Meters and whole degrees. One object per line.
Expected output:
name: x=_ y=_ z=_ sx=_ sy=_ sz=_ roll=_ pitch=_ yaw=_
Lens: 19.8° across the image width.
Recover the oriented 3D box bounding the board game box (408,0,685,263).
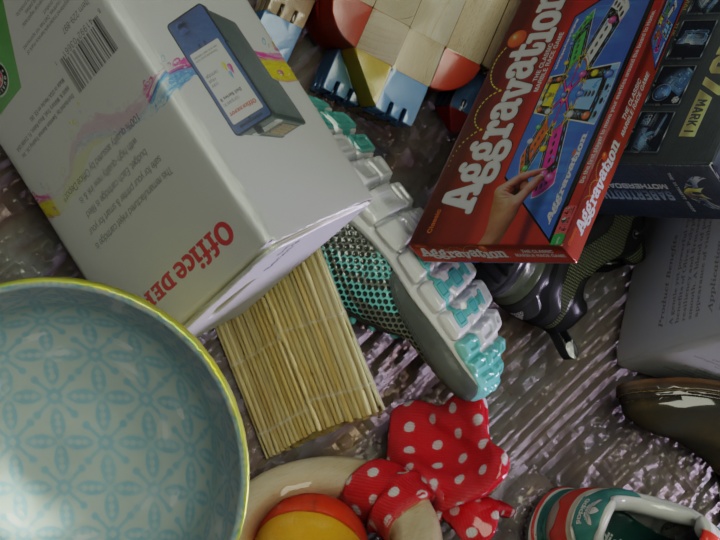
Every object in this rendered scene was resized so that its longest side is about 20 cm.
board game box: x=0.105 y=-0.091 z=1.108 sx=0.019 sy=0.103 sz=0.200 roll=45 pitch=58 yaw=-37

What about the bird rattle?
bird rattle: x=-0.002 y=0.145 z=1.109 sx=0.162 sy=0.113 sz=0.200 roll=3 pitch=51 yaw=8

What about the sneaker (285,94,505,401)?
sneaker: x=0.000 y=0.000 z=1.152 sx=0.200 sy=0.091 sz=0.078 roll=52 pitch=24 yaw=11

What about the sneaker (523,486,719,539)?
sneaker: x=0.196 y=0.181 z=1.186 sx=0.199 sy=0.093 sz=0.071 roll=28 pitch=73 yaw=-12

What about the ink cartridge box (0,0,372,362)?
ink cartridge box: x=-0.108 y=-0.073 z=1.080 sx=0.087 sy=0.145 sz=0.200 roll=-25 pitch=79 yaw=-43

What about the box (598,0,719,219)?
box: x=0.174 y=-0.122 z=1.133 sx=0.051 sy=0.157 sz=0.200 roll=46 pitch=61 yaw=-37

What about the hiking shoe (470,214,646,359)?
hiking shoe: x=0.132 y=-0.048 z=1.228 sx=0.101 sy=0.076 sz=0.200 roll=43 pitch=64 yaw=-31

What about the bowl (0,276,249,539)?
bowl: x=-0.152 y=0.095 z=1.058 sx=0.199 sy=0.108 sz=0.201 roll=0 pitch=98 yaw=1

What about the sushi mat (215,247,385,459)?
sushi mat: x=-0.056 y=-0.001 z=1.137 sx=0.012 sy=0.096 sz=0.201 roll=-19 pitch=87 yaw=-48

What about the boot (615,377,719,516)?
boot: x=0.237 y=0.128 z=1.221 sx=0.199 sy=0.075 sz=0.097 roll=17 pitch=72 yaw=-17

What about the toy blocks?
toy blocks: x=0.022 y=-0.146 z=1.194 sx=0.200 sy=0.100 sz=0.137 roll=25 pitch=85 yaw=-20

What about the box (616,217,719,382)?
box: x=0.286 y=-0.020 z=1.213 sx=0.199 sy=0.171 sz=0.200 roll=18 pitch=75 yaw=-16
